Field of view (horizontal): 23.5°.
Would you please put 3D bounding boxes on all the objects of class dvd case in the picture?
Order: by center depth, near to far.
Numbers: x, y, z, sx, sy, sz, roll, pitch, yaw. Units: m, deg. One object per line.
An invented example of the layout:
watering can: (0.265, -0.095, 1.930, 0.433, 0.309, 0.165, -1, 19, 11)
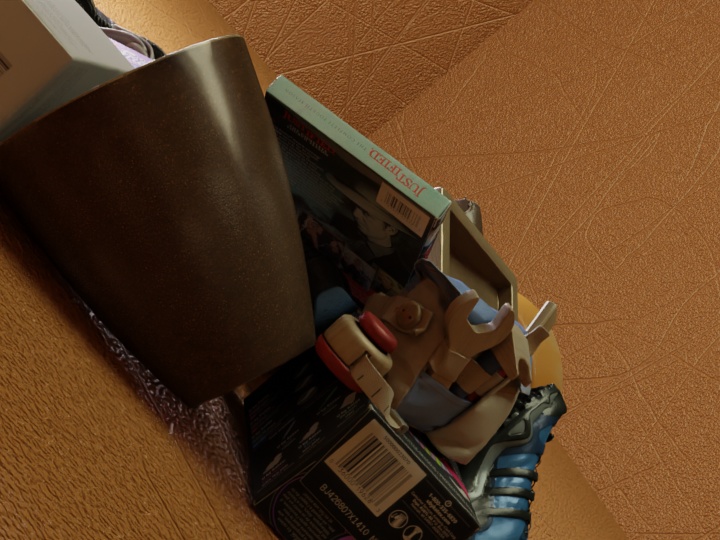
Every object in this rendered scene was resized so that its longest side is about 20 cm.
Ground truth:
dvd case: (-0.017, -0.036, 1.207, 0.146, 0.022, 0.200, 37, -26, 10)

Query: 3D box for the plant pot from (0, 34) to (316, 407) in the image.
plant pot: (-0.115, -0.020, 1.116, 0.200, 0.187, 0.187, 64, 6, -1)

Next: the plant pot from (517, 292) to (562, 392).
plant pot: (0.058, 0.097, 1.616, 0.183, 0.200, 0.200, 15, 33, -53)

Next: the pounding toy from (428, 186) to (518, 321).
pounding toy: (0.045, 0.072, 1.424, 0.200, 0.142, 0.184, 47, 37, -49)

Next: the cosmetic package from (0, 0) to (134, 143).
cosmetic package: (-0.229, -0.130, 1.147, 0.085, 0.108, 0.200, 49, 4, -1)

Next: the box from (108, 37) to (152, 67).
box: (-0.159, -0.113, 1.310, 0.200, 0.039, 0.137, 28, 26, 11)

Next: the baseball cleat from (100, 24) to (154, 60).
baseball cleat: (-0.189, -0.132, 1.495, 0.200, 0.106, 0.070, 42, 51, -13)

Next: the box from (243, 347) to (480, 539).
box: (-0.004, 0.134, 1.219, 0.122, 0.106, 0.200, 49, 6, -16)

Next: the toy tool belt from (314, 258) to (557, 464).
toy tool belt: (0.059, 0.042, 1.151, 0.125, 0.123, 0.200, 50, 8, 30)

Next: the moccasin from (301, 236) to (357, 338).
moccasin: (-0.057, 0.023, 1.246, 0.200, 0.080, 0.068, -33, -99, 57)

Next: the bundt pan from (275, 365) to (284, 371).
bundt pan: (-0.090, 0.009, 1.482, 0.202, 0.076, 0.202, 51, 6, -7)

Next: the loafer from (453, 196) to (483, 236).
loafer: (0.023, -0.041, 1.535, 0.200, 0.071, 0.073, 11, -23, 23)

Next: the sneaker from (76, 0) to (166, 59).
sneaker: (-0.252, -0.214, 1.723, 0.200, 0.060, 0.104, 35, -16, 0)

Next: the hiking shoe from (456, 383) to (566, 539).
hiking shoe: (0.099, 0.167, 1.304, 0.087, 0.200, 0.074, 53, -34, -12)
